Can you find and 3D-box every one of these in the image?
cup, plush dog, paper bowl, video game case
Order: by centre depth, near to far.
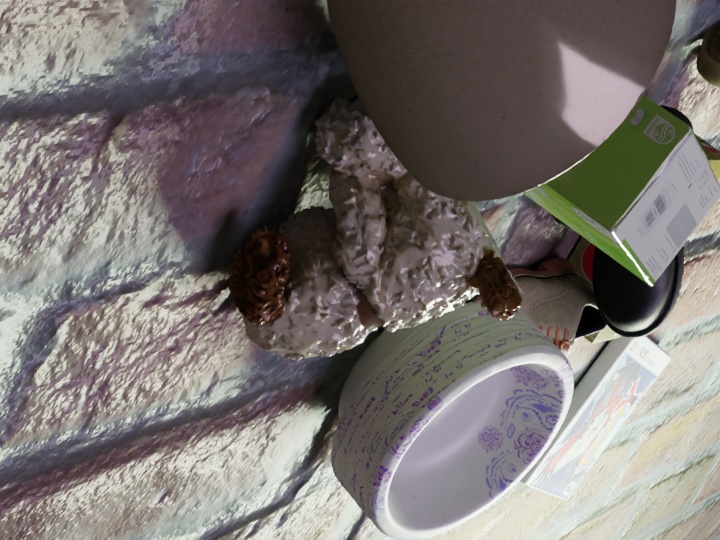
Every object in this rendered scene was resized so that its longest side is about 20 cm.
[{"bbox_3d":[0.059,-0.162,1.154,0.201,0.200,0.143,-51,130,-2],"label":"cup"},{"bbox_3d":[0.000,0.000,1.330,0.171,0.161,0.200,-29,159,6],"label":"plush dog"},{"bbox_3d":[0.063,0.108,1.604,0.200,0.104,0.201,-29,146,-22],"label":"paper bowl"},{"bbox_3d":[0.251,0.154,2.170,0.200,0.023,0.182,-53,157,3],"label":"video game case"}]

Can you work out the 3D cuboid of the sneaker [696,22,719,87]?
[{"bbox_3d":[0.360,-0.188,1.811,0.200,0.067,0.090,-36,148,-41],"label":"sneaker"}]

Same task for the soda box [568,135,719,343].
[{"bbox_3d":[0.249,-0.035,1.832,0.068,0.064,0.201,-7,130,-59],"label":"soda box"}]

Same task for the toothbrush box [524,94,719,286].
[{"bbox_3d":[0.128,-0.093,1.333,0.086,0.200,0.146,-51,158,0],"label":"toothbrush box"}]

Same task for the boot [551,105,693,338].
[{"bbox_3d":[0.213,-0.037,1.695,0.158,0.079,0.213,-19,115,-61],"label":"boot"}]

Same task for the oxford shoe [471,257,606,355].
[{"bbox_3d":[0.149,0.042,1.736,0.199,0.075,0.071,-22,146,-49],"label":"oxford shoe"}]
